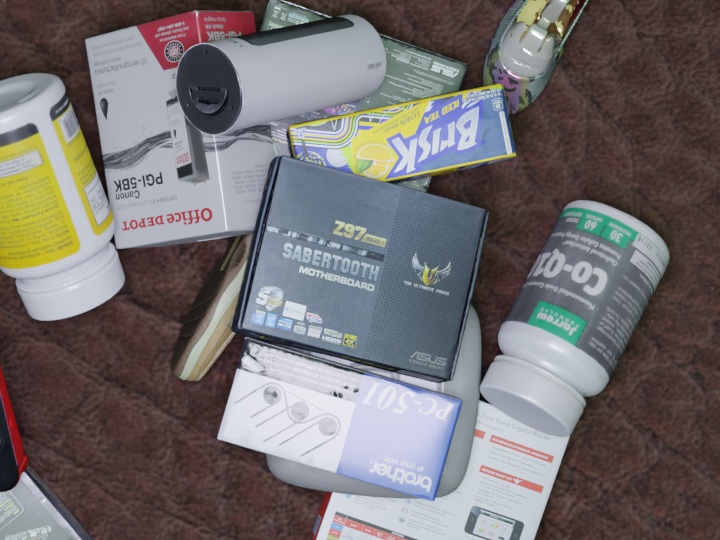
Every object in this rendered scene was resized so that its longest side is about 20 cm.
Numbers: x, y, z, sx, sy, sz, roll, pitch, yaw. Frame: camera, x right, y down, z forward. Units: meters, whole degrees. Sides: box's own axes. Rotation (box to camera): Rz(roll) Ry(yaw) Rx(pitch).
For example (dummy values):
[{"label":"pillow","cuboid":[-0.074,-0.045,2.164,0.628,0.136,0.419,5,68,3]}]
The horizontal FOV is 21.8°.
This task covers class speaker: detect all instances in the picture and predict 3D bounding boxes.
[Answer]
[{"label":"speaker","cuboid":[-0.068,-0.174,1.650,0.200,0.081,0.081,-19,93,-48]}]

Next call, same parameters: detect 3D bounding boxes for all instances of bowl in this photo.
[{"label":"bowl","cuboid":[0.011,0.108,1.714,0.199,0.075,0.201,5,87,1]}]

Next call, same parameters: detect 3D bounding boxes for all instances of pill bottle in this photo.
[{"label":"pill bottle","cuboid":[-0.287,-0.064,1.668,0.114,0.114,0.201,-19,113,-4]},{"label":"pill bottle","cuboid":[0.197,0.046,1.738,0.113,0.113,0.200,30,75,-4]}]

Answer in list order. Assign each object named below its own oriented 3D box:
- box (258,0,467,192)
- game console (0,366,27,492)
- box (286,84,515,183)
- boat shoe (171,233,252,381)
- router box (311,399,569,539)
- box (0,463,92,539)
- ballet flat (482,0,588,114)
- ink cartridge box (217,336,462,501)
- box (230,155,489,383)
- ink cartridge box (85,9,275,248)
[{"label":"box","cuboid":[-0.017,-0.150,1.773,0.199,0.044,0.161,18,89,-4]},{"label":"game console","cuboid":[-0.399,0.114,1.678,0.199,0.031,0.177,7,127,22]},{"label":"box","cuboid":[0.037,-0.117,1.716,0.199,0.064,0.070,-12,92,-5]},{"label":"boat shoe","cuboid":[-0.104,0.023,1.759,0.076,0.072,0.200,30,89,-20]},{"label":"router box","cuboid":[0.077,0.204,1.780,0.199,0.049,0.180,20,89,-4]},{"label":"box","cuboid":[-0.358,0.281,1.746,0.200,0.048,0.159,-40,94,-4]},{"label":"ballet flat","cuboid":[0.178,-0.242,1.774,0.069,0.071,0.200,31,88,-5]},{"label":"ink cartridge box","cuboid":[-0.018,0.131,1.654,0.199,0.044,0.094,16,89,2]},{"label":"box","cuboid":[0.000,0.000,1.644,0.199,0.051,0.158,15,81,-11]},{"label":"ink cartridge box","cuboid":[-0.161,-0.126,1.708,0.146,0.083,0.201,-8,91,37]}]
